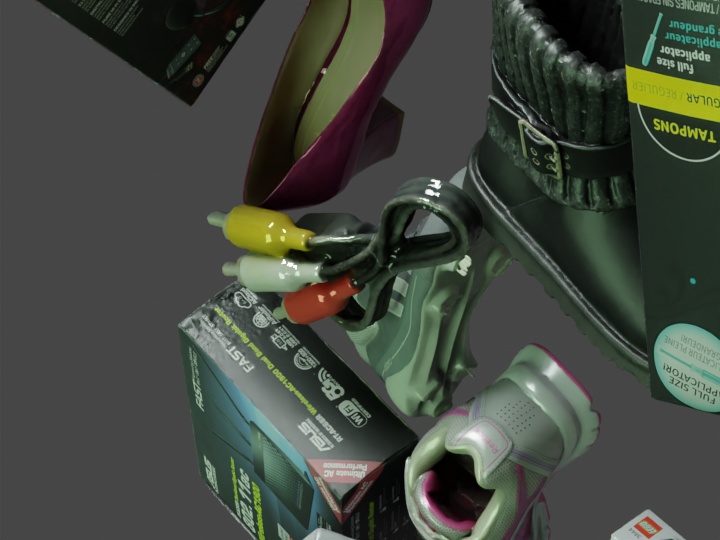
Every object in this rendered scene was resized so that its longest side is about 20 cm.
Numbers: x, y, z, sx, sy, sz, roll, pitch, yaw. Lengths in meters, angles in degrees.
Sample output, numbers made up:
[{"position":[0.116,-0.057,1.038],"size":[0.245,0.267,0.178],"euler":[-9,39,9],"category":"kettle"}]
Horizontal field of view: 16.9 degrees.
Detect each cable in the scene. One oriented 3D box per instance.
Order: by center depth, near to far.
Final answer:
[{"position":[0.000,0.000,1.247],"size":[0.097,0.050,0.200],"euler":[53,154,-21],"category":"cable"}]

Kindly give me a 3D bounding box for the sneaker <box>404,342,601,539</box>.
[{"position":[0.059,0.125,1.354],"size":[0.081,0.088,0.200],"euler":[45,144,23],"category":"sneaker"}]

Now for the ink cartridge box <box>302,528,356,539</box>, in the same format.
[{"position":[0.030,0.204,1.409],"size":[0.162,0.057,0.200],"euler":[18,169,-5],"category":"ink cartridge box"}]

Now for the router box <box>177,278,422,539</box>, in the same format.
[{"position":[-0.036,0.113,1.458],"size":[0.150,0.062,0.200],"euler":[45,158,25],"category":"router box"}]

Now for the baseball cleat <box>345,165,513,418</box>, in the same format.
[{"position":[0.026,-0.002,1.323],"size":[0.106,0.070,0.200],"euler":[44,143,25],"category":"baseball cleat"}]

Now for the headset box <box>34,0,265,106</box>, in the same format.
[{"position":[-0.117,-0.193,1.220],"size":[0.077,0.149,0.200],"euler":[36,-179,32],"category":"headset box"}]

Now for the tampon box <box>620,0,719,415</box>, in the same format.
[{"position":[0.203,-0.043,0.978],"size":[0.150,0.126,0.201],"euler":[13,124,36],"category":"tampon box"}]

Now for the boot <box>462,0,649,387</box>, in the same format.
[{"position":[0.130,-0.043,1.111],"size":[0.211,0.079,0.158],"euler":[39,145,22],"category":"boot"}]

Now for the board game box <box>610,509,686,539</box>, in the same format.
[{"position":[0.176,0.240,1.329],"size":[0.126,0.035,0.200],"euler":[40,142,31],"category":"board game box"}]

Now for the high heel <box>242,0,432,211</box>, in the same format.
[{"position":[-0.017,-0.118,1.271],"size":[0.067,0.096,0.200],"euler":[33,138,36],"category":"high heel"}]
